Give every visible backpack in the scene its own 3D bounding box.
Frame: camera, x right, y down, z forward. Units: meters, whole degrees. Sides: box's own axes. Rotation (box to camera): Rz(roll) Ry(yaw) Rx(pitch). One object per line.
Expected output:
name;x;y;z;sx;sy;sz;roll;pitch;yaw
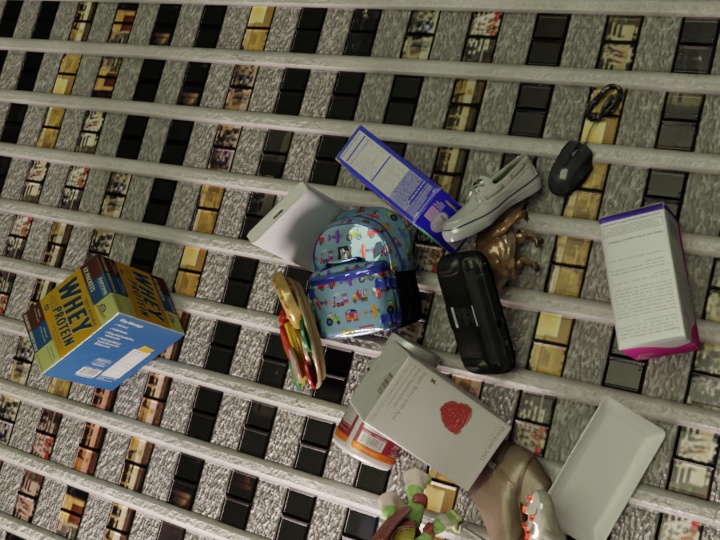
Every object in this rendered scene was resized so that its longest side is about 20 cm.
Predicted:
backpack;0.000;0.000;1.732;0.181;0.134;0.202;-5;95;29

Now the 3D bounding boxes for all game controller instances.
game controller;0.178;0.068;1.644;0.104;0.042;0.202;-4;104;55

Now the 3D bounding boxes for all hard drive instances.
hard drive;-0.089;-0.070;1.793;0.132;0.200;0.026;-43;60;12

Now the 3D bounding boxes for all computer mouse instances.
computer mouse;0.357;-0.210;1.677;0.058;0.034;0.201;27;90;33

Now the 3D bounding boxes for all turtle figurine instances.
turtle figurine;0.100;0.413;1.598;0.198;0.145;0.195;2;34;-7

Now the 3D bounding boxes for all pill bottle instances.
pill bottle;0.045;0.208;1.691;0.109;0.109;0.201;28;90;32

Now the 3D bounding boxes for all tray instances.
tray;0.346;0.292;1.520;0.107;0.022;0.201;31;87;1

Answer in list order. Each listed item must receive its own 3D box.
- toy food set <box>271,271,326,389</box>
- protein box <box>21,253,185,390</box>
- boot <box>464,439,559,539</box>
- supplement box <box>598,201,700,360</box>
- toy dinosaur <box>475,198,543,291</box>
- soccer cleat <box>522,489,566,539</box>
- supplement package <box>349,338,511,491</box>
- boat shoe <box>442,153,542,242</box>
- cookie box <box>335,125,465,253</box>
toy food set;-0.104;0.107;1.765;0.048;0.200;0.199;-16;74;-11
protein box;-0.478;0.102;1.967;0.199;0.198;0.136;-37;62;15
boot;0.205;0.359;1.584;0.146;0.070;0.200;40;91;34
supplement box;0.422;0.019;1.534;0.103;0.101;0.202;-15;69;26
toy dinosaur;0.211;-0.031;1.684;0.135;0.086;0.202;-2;69;36
soccer cleat;0.267;0.383;1.486;0.077;0.201;0.070;-1;35;4
supplement package;0.104;0.216;1.585;0.122;0.199;0.120;-55;14;0
boat shoe;0.199;-0.118;1.670;0.199;0.067;0.073;-34;17;-25
cookie box;0.077;-0.131;1.735;0.075;0.171;0.200;-51;58;4
